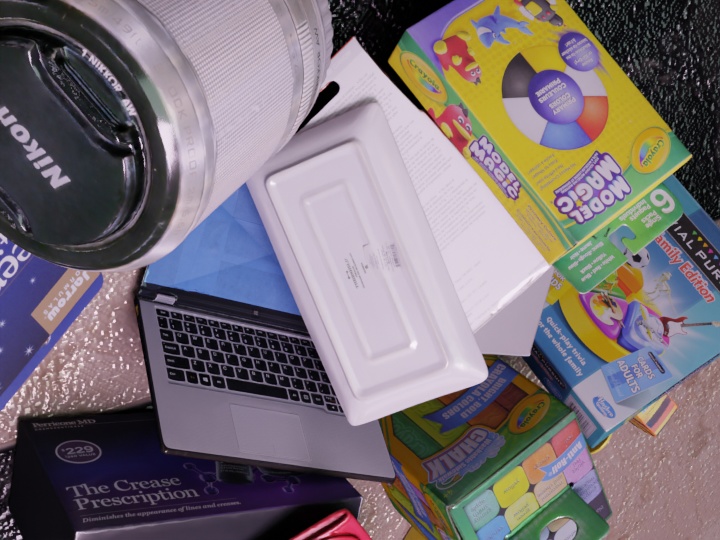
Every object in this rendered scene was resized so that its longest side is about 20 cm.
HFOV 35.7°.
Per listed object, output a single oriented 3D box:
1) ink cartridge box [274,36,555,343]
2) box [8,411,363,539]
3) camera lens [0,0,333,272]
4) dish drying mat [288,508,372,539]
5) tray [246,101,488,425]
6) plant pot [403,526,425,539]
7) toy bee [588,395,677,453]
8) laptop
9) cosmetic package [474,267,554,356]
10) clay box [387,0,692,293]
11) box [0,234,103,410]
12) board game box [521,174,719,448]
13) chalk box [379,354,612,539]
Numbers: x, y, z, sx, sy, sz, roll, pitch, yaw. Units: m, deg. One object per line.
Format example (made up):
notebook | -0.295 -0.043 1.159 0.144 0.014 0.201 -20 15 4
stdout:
ink cartridge box | 0.029 -0.049 0.765 0.109 0.050 0.200 -42 88 16
box | -0.122 0.160 0.767 0.200 0.141 0.079 0 109 -32
camera lens | -0.119 -0.105 0.605 0.200 0.160 0.160 -53 139 -53
dish drying mat | -0.008 0.231 0.772 0.077 0.018 0.200 -30 138 -3
tray | 0.000 0.000 0.742 0.107 0.022 0.200 -21 95 15
plant pot | 0.124 0.347 0.973 0.200 0.176 0.200 31 92 -36
toy bee | 0.227 0.104 0.982 0.200 0.109 0.131 14 103 -35
laptop | -0.045 0.024 0.773 0.187 0.200 0.116 14 131 -34
cosmetic package | 0.094 -0.045 0.841 0.090 0.107 0.200 3 109 -31
clay box | 0.125 -0.095 0.727 0.115 0.048 0.200 -36 83 -24
box | -0.224 -0.001 0.659 0.121 0.032 0.200 -55 147 -20
board game box | 0.225 0.027 0.926 0.200 0.151 0.047 -31 161 -18
chalk box | 0.103 0.160 0.869 0.125 0.200 0.124 -35 124 -15
